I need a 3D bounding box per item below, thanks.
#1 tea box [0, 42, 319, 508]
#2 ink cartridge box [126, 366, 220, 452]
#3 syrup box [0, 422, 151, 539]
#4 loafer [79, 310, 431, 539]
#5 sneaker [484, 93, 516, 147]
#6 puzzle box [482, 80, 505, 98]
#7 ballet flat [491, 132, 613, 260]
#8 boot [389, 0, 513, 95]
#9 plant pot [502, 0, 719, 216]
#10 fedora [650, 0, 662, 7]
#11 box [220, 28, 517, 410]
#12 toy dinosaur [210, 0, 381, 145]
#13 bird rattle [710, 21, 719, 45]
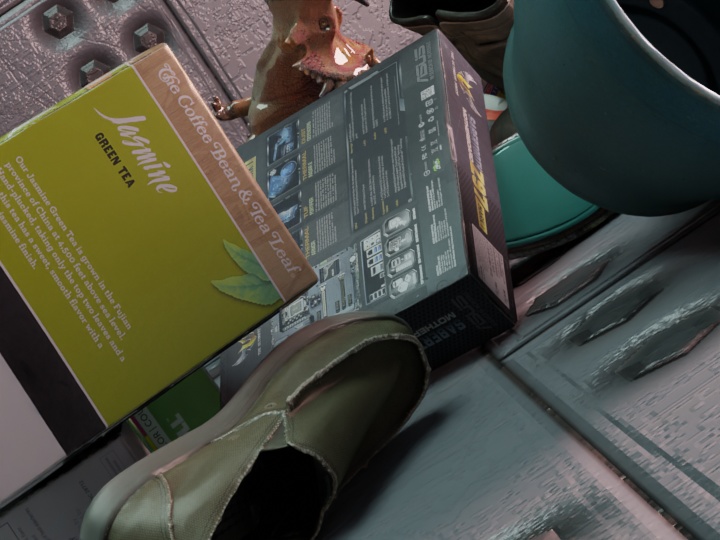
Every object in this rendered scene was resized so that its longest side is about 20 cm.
[{"bbox_3d":[-0.160,0.019,0.932,0.197,0.134,0.200,-35,4,-27],"label":"tea box"},{"bbox_3d":[-0.125,0.067,1.186,0.059,0.104,0.200,-36,8,-10],"label":"ink cartridge box"},{"bbox_3d":[-0.169,0.157,0.905,0.200,0.082,0.079,-35,5,-4],"label":"syrup box"},{"bbox_3d":[-0.030,0.087,0.865,0.070,0.075,0.200,18,42,38],"label":"loafer"},{"bbox_3d":[0.101,-0.062,1.257,0.082,0.077,0.200,-61,8,-1],"label":"sneaker"},{"bbox_3d":[0.104,-0.168,1.370,0.133,0.025,0.200,27,-92,-61],"label":"puzzle box"},{"bbox_3d":[0.133,-0.061,1.108,0.200,0.072,0.072,-34,8,1],"label":"ballet flat"},{"bbox_3d":[0.117,-0.138,1.201,0.200,0.130,0.068,6,78,46],"label":"boot"},{"bbox_3d":[0.156,-0.119,0.906,0.200,0.200,0.188,-37,-6,-23],"label":"plant pot"},{"bbox_3d":[0.215,-0.175,1.321,0.200,0.082,0.201,-21,11,4],"label":"fedora"},{"bbox_3d":[-0.002,-0.019,1.072,0.157,0.051,0.200,-29,39,21],"label":"box"},{"bbox_3d":[-0.017,-0.092,1.220,0.135,0.086,0.200,-24,-30,21],"label":"toy dinosaur"},{"bbox_3d":[0.228,-0.177,1.045,0.200,0.113,0.163,0,49,36],"label":"bird rattle"}]
